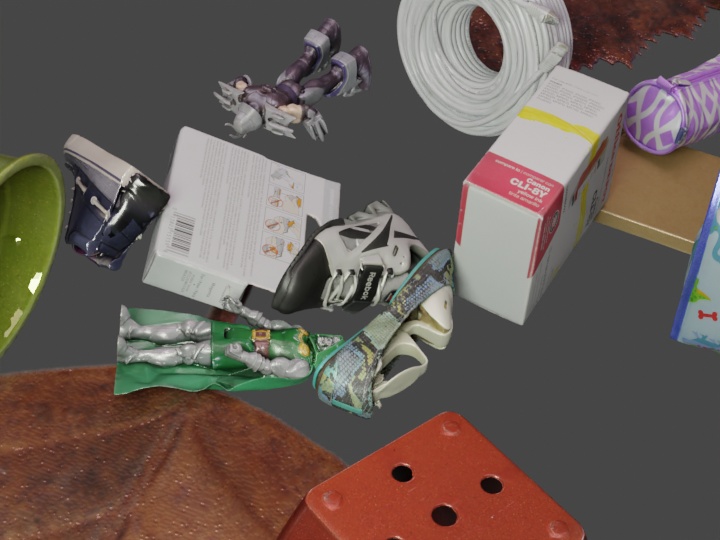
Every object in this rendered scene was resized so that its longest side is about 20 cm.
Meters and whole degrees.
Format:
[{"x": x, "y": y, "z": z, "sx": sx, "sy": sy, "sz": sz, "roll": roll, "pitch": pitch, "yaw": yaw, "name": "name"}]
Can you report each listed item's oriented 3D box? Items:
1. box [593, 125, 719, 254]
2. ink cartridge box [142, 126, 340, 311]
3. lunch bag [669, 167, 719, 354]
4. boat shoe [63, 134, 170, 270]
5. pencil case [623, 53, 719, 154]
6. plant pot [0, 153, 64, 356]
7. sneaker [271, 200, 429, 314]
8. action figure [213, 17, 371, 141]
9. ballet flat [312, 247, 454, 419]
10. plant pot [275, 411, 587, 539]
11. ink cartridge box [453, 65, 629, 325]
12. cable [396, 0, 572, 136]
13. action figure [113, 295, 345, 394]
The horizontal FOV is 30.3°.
[{"x": 0.311, "y": -0.085, "z": 1.390, "sx": 0.198, "sy": 0.021, "sz": 0.164, "roll": 21, "pitch": 43, "yaw": 17, "name": "box"}, {"x": -0.108, "y": -0.040, "z": 1.275, "sx": 0.171, "sy": 0.044, "sz": 0.202, "roll": 20, "pitch": 38, "yaw": -14, "name": "ink cartridge box"}, {"x": 0.383, "y": -0.016, "z": 1.182, "sx": 0.168, "sy": 0.202, "sz": 0.128, "roll": 17, "pitch": 42, "yaw": 14, "name": "lunch bag"}, {"x": -0.255, "y": -0.065, "z": 1.263, "sx": 0.093, "sy": 0.074, "sz": 0.199, "roll": -56, "pitch": 30, "yaw": -5, "name": "boat shoe"}, {"x": 0.363, "y": -0.187, "z": 1.445, "sx": 0.083, "sy": 0.087, "sz": 0.199, "roll": 30, "pitch": 35, "yaw": 31, "name": "pencil case"}, {"x": -0.374, "y": -0.034, "z": 1.086, "sx": 0.188, "sy": 0.202, "sz": 0.201, "roll": 23, "pitch": 42, "yaw": 8, "name": "plant pot"}, {"x": 0.000, "y": 0.000, "z": 1.204, "sx": 0.088, "sy": 0.075, "sz": 0.199, "roll": 39, "pitch": 38, "yaw": 15, "name": "sneaker"}, {"x": -0.072, "y": -0.191, "z": 1.438, "sx": 0.129, "sy": 0.070, "sz": 0.200, "roll": 35, "pitch": 52, "yaw": 20, "name": "action figure"}, {"x": 0.041, "y": 0.059, "z": 1.161, "sx": 0.074, "sy": 0.075, "sz": 0.200, "roll": 28, "pitch": 54, "yaw": 24, "name": "ballet flat"}, {"x": 0.047, "y": 0.220, "z": 0.887, "sx": 0.198, "sy": 0.178, "sz": 0.200, "roll": -25, "pitch": 49, "yaw": -31, "name": "plant pot"}, {"x": 0.169, "y": -0.074, "z": 1.249, "sx": 0.083, "sy": 0.146, "sz": 0.200, "roll": 24, "pitch": 50, "yaw": 19, "name": "ink cartridge box"}, {"x": 0.131, "y": -0.246, "z": 1.419, "sx": 0.069, "sy": 0.201, "sz": 0.200, "roll": -28, "pitch": 68, "yaw": -40, "name": "cable"}, {"x": -0.109, "y": 0.065, "z": 1.147, "sx": 0.197, "sy": 0.055, "sz": 0.119, "roll": 3, "pitch": 37, "yaw": -9, "name": "action figure"}]
